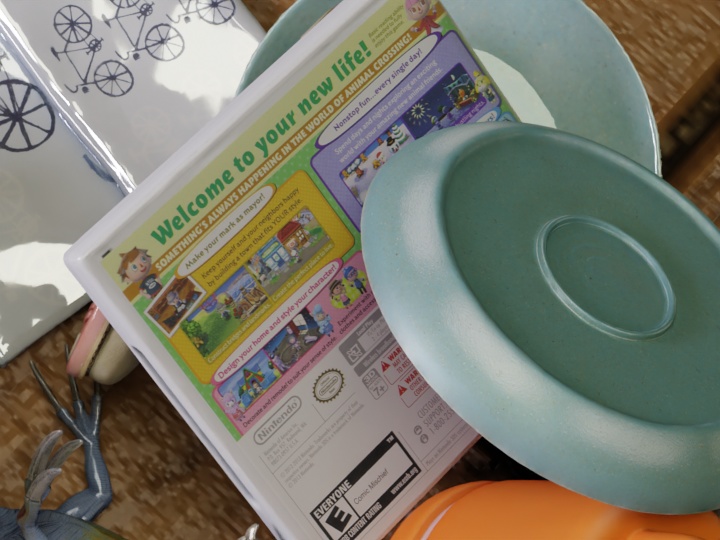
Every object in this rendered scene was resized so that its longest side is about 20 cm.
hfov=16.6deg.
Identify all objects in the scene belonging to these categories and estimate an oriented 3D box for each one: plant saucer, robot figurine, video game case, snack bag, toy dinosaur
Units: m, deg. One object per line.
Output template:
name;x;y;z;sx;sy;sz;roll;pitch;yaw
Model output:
plant saucer;0.036;-0.045;1.128;0.200;0.039;0.202;1;84;-7
plant saucer;0.094;0.009;0.995;0.199;0.027;0.201;20;41;-19
robot figurine;0.081;0.145;1.015;0.116;0.200;0.145;-19;99;-36
video game case;0.000;0.000;1.043;0.200;0.022;0.182;-44;110;-21
snack bag;-0.143;-0.083;1.135;0.200;0.021;0.189;-35;81;-17
toy dinosaur;-0.127;0.128;1.040;0.180;0.105;0.201;0;84;13

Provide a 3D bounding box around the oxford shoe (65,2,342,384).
oxford shoe;-0.047;-0.021;1.062;0.074;0.071;0.200;41;82;-4

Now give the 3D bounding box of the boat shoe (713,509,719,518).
boat shoe;0.163;0.111;1.083;0.072;0.076;0.201;19;62;-29
